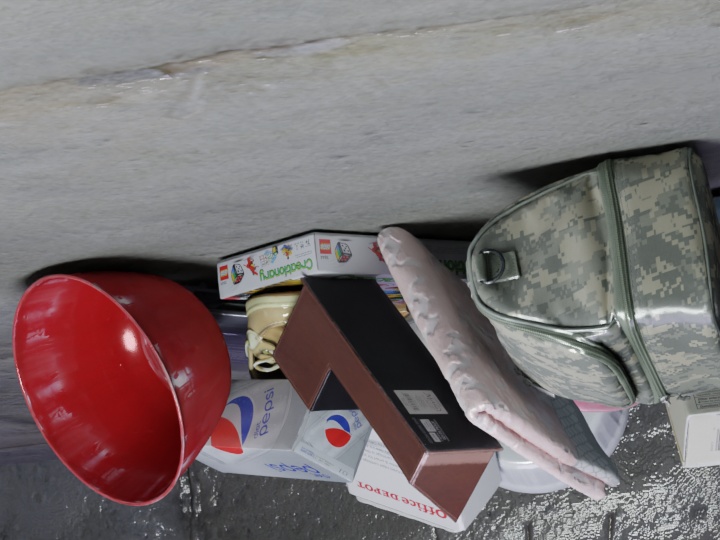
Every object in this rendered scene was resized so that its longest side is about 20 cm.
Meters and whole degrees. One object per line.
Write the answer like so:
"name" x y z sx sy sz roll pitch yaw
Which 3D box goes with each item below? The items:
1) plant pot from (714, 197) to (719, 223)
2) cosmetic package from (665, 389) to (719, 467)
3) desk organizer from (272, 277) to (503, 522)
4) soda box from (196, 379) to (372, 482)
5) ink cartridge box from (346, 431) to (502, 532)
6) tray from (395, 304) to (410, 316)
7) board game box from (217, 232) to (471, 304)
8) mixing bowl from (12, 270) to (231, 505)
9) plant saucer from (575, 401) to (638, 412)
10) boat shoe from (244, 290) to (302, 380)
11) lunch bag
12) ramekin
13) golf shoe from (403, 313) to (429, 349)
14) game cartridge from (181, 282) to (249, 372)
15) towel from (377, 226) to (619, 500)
"plant pot" 0.330 0.017 1.499 0.200 0.134 0.200 -6 172 -1
"cosmetic package" 0.329 0.082 1.748 0.103 0.200 0.073 -5 131 -1
"desk organizer" 0.015 0.096 1.416 0.072 0.200 0.077 2 127 -37
"soda box" -0.077 0.131 1.564 0.068 0.064 0.200 32 160 -31
"ink cartridge box" 0.046 0.146 1.871 0.147 0.200 0.083 14 -135 34
"tray" -0.046 0.039 1.772 0.200 0.037 0.099 -8 171 12
"board game box" 0.000 0.000 1.545 0.200 0.035 0.126 2 168 -41
"mixing bowl" -0.179 0.079 1.539 0.200 0.200 0.108 -14 -170 46
"plant saucer" 0.182 0.063 1.766 0.200 0.051 0.201 11 -157 -5
"boat shoe" -0.059 0.062 1.561 0.073 0.063 0.200 -1 164 -5
"lunch bag" 0.170 0.017 1.315 0.167 0.140 0.200 -9 159 14
"ramekin" 0.175 0.125 1.962 0.200 0.201 0.098 -7 164 12
"golf shoe" 0.090 0.042 1.600 0.200 0.078 0.097 -45 -178 -38
"game cartridge" -0.080 0.056 1.688 0.200 0.038 0.130 6 158 -4
"towel" 0.105 0.071 1.446 0.032 0.200 0.191 -42 134 14
